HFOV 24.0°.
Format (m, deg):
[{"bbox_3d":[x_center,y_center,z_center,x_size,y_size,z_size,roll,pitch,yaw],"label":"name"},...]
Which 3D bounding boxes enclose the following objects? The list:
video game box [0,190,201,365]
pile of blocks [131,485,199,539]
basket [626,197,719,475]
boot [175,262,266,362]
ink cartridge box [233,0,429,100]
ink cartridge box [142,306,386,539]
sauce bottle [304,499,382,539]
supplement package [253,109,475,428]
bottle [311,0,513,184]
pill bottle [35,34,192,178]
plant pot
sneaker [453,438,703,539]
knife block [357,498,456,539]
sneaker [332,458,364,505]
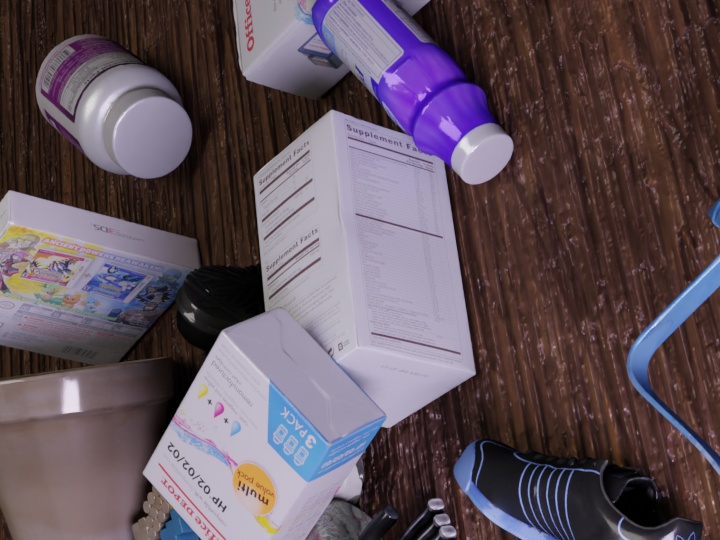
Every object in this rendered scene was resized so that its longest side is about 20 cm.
[{"bbox_3d":[-0.282,0.013,1.605,0.182,0.200,0.047,-42,45,40],"label":"video game box"},{"bbox_3d":[-0.152,0.229,1.473,0.082,0.062,0.200,44,124,39],"label":"pile of blocks"},{"bbox_3d":[0.244,0.026,0.885,0.200,0.139,0.176,-55,39,14],"label":"basket"},{"bbox_3d":[-0.107,0.081,1.357,0.079,0.211,0.158,30,102,17],"label":"boot"},{"bbox_3d":[-0.021,-0.259,1.422,0.200,0.087,0.146,-36,50,42],"label":"ink cartridge box"},{"bbox_3d":[-0.079,0.139,1.213,0.115,0.068,0.200,45,129,18],"label":"ink cartridge box"},{"bbox_3d":[-0.058,0.262,1.312,0.200,0.065,0.065,-54,40,28],"label":"sauce bottle"},{"bbox_3d":[0.000,0.000,1.275,0.109,0.114,0.200,-36,50,43],"label":"supplement package"},{"bbox_3d":[0.041,-0.144,1.284,0.065,0.084,0.200,-42,57,5],"label":"bottle"},{"bbox_3d":[-0.243,-0.161,1.689,0.200,0.112,0.112,38,110,54],"label":"pill bottle"},{"bbox_3d":[-0.261,0.176,1.554,0.200,0.200,0.174,-8,90,54],"label":"plant pot"},{"bbox_3d":[0.138,0.146,1.070,0.200,0.070,0.078,37,105,47],"label":"sneaker"},{"bbox_3d":[-0.004,0.247,1.240,0.200,0.064,0.176,-1,77,56],"label":"knife block"},{"bbox_3d":[-0.084,0.191,1.352,0.200,0.088,0.077,-51,42,34],"label":"sneaker"}]
